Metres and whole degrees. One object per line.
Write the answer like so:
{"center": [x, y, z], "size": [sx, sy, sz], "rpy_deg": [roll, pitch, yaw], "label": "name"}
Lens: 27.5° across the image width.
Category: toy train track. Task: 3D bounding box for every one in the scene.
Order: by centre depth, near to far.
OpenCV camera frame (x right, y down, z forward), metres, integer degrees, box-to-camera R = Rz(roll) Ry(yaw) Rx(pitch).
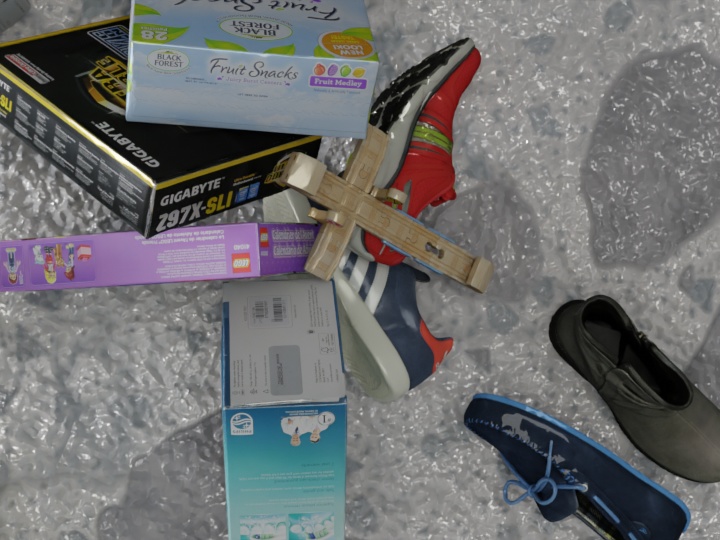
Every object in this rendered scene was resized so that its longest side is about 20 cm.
{"center": [0.029, -0.031, 1.057], "size": [0.200, 0.032, 0.115], "rpy_deg": [28, 80, -35], "label": "toy train track"}

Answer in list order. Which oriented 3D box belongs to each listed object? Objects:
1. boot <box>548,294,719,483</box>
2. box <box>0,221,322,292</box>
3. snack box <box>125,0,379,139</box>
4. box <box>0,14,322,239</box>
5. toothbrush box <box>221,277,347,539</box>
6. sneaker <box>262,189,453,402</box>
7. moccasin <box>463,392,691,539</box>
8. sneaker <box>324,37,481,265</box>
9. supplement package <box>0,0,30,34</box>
{"center": [0.226, 0.098, 1.121], "size": [0.200, 0.131, 0.068], "rpy_deg": [42, 87, -3], "label": "boot"}
{"center": [-0.139, -0.010, 1.059], "size": [0.199, 0.137, 0.039], "rpy_deg": [-3, 91, 18], "label": "box"}
{"center": [-0.081, -0.175, 1.059], "size": [0.168, 0.200, 0.068], "rpy_deg": [3, 125, -10], "label": "snack box"}
{"center": [-0.151, -0.110, 1.046], "size": [0.200, 0.159, 0.049], "rpy_deg": [37, 128, 30], "label": "box"}
{"center": [-0.054, 0.127, 1.052], "size": [0.085, 0.147, 0.201], "rpy_deg": [-3, 125, -4], "label": "toothbrush box"}
{"center": [0.000, 0.000, 1.142], "size": [0.084, 0.075, 0.200], "rpy_deg": [-28, 85, -26], "label": "sneaker"}
{"center": [0.164, 0.166, 1.139], "size": [0.200, 0.080, 0.068], "rpy_deg": [31, 76, -2], "label": "moccasin"}
{"center": [0.044, -0.089, 1.130], "size": [0.085, 0.077, 0.200], "rpy_deg": [39, 67, -21], "label": "sneaker"}
{"center": [-0.361, -0.183, 1.085], "size": [0.200, 0.117, 0.117], "rpy_deg": [-41, 94, -4], "label": "supplement package"}
